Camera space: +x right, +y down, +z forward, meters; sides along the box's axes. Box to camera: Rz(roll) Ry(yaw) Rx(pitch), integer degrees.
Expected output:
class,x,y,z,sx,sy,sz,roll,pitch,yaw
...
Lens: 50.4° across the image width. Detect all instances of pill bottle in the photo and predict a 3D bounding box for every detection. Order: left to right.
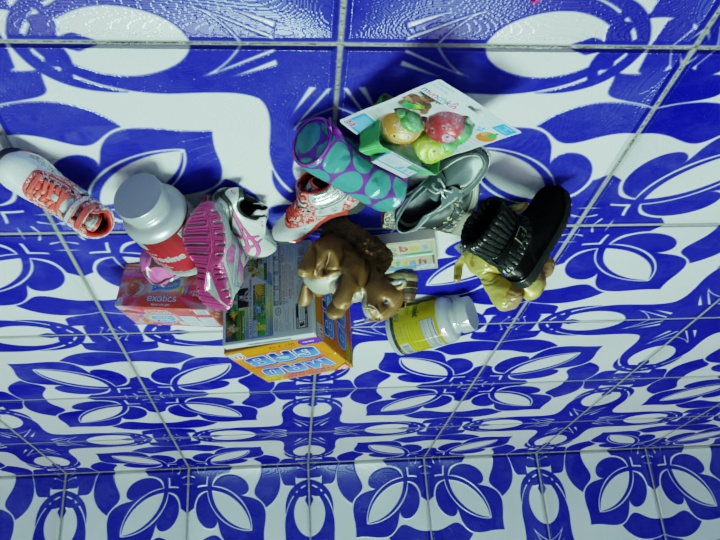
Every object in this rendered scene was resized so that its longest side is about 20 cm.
class,x,y,z,sx,sy,sz,roll,pitch,yaw
pill bottle,-0.332,-0.078,1.308,0.112,0.113,0.200,-10,153,11
pill bottle,0.168,0.124,1.784,0.200,0.112,0.111,-17,151,24

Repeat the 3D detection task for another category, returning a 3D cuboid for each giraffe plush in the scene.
class,x,y,z,sx,sy,sz,roll,pitch,yaw
giraffe plush,0.271,-0.047,1.448,0.200,0.173,0.162,26,148,18

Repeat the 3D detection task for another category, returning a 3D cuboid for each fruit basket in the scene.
class,x,y,z,sx,sy,sz,roll,pitch,yaw
fruit basket,0.099,-0.202,1.113,0.185,0.094,0.200,21,163,-40

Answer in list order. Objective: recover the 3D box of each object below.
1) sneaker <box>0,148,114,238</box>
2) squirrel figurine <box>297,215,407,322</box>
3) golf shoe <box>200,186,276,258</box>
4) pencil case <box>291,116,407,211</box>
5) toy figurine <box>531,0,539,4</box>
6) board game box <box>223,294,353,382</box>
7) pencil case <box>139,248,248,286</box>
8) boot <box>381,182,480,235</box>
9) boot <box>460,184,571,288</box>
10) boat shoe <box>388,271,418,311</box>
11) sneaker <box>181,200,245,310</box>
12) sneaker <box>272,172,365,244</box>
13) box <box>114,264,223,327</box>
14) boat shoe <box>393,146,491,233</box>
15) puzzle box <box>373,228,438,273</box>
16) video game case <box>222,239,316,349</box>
class,x,y,z,sx,sy,sz,roll,pitch,yaw
sneaker,-0.470,-0.117,1.194,0.108,0.067,0.201,31,173,28
squirrel figurine,0.000,0.000,1.399,0.186,0.200,0.142,19,145,7
golf shoe,-0.195,-0.081,1.365,0.092,0.073,0.200,-16,151,20
pencil case,-0.012,-0.165,1.203,0.092,0.085,0.200,-29,145,33
toy figurine,0.137,-0.353,0.829,0.200,0.151,0.184,3,173,40
board game box,-0.145,0.095,1.581,0.199,0.201,0.200,-12,152,17
pencil case,-0.309,-0.025,1.449,0.199,0.091,0.094,-9,118,15
boot,0.118,-0.128,1.317,0.153,0.074,0.204,3,150,-4
boot,0.270,-0.090,1.313,0.158,0.211,0.079,37,160,-29
boat shoe,0.064,0.058,1.666,0.072,0.068,0.200,3,164,-23
sneaker,-0.244,-0.035,1.307,0.081,0.088,0.200,10,125,13
sneaker,-0.096,-0.116,1.318,0.201,0.067,0.108,-22,148,25
box,-0.377,0.052,1.549,0.199,0.095,0.103,1,155,12
boat shoe,0.129,-0.125,1.231,0.073,0.062,0.200,44,124,-15
puzzle box,0.056,-0.033,1.550,0.199,0.025,0.133,-7,153,6
video game case,-0.177,0.045,1.476,0.182,0.201,0.022,-9,154,10
